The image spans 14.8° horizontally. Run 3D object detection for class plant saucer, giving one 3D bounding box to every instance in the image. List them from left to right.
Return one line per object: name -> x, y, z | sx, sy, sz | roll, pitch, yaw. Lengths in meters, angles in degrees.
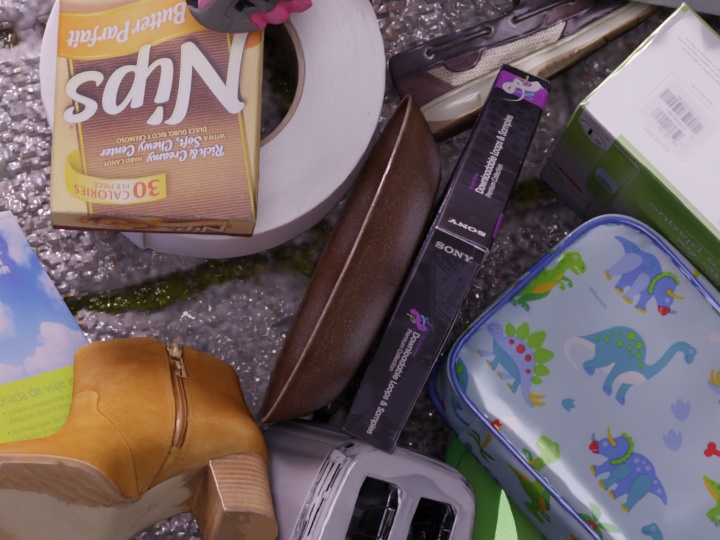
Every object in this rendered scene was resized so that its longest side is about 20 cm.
plant saucer -> 0.000, 0.000, 1.535 | 0.037, 0.200, 0.201 | 24, 81, -6

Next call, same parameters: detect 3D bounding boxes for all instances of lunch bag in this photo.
lunch bag -> 0.152, 0.080, 1.511 | 0.161, 0.082, 0.200 | -42, 86, -16

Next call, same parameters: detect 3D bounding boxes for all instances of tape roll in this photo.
tape roll -> -0.086, -0.109, 1.612 | 0.202, 0.071, 0.203 | 0, 81, -3

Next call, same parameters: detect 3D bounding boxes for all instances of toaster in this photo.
toaster -> -0.011, 0.163, 1.531 | 0.114, 0.129, 0.200 | 23, 81, -23

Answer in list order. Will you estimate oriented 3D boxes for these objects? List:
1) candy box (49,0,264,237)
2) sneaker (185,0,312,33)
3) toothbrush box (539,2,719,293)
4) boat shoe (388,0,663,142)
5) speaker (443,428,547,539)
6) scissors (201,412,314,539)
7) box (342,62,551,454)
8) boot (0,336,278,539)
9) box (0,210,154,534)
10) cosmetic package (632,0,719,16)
candy box -> -0.112, -0.122, 1.549 | 0.115, 0.055, 0.200 | 2, 80, -4
sneaker -> -0.037, -0.219, 1.521 | 0.095, 0.079, 0.200 | 36, 80, 26
toothbrush box -> 0.189, -0.050, 1.550 | 0.086, 0.200, 0.146 | -44, 86, -7
boat shoe -> 0.108, -0.148, 1.628 | 0.200, 0.072, 0.065 | -31, 89, -1
speaker -> 0.078, 0.173, 1.569 | 0.088, 0.088, 0.200 | 10, 81, -1
scissors -> -0.044, 0.089, 1.611 | 0.073, 0.014, 0.200 | 10, 82, 0
box -> 0.049, -0.010, 1.516 | 0.036, 0.200, 0.143 | 23, 122, -1
boot -> -0.145, 0.090, 1.496 | 0.201, 0.144, 0.071 | 8, 124, -26
box -> -0.197, 0.066, 1.547 | 0.048, 0.122, 0.200 | -43, 73, 34
cosmetic package -> 0.231, -0.254, 1.574 | 0.200, 0.165, 0.165 | 11, 47, -1
